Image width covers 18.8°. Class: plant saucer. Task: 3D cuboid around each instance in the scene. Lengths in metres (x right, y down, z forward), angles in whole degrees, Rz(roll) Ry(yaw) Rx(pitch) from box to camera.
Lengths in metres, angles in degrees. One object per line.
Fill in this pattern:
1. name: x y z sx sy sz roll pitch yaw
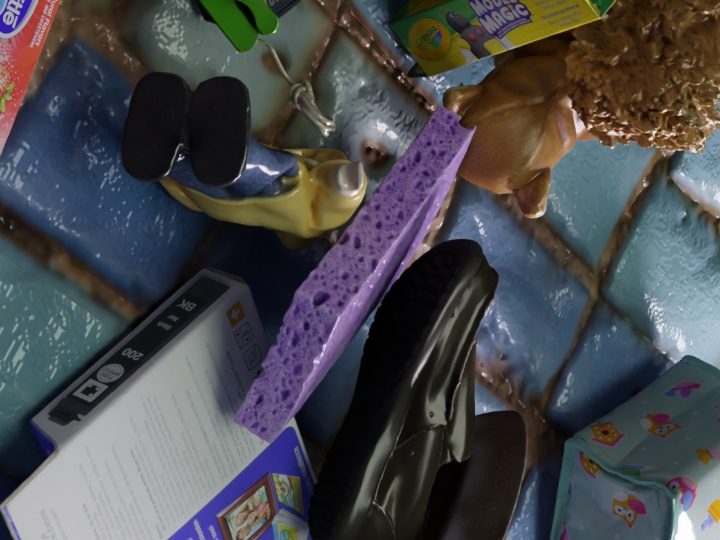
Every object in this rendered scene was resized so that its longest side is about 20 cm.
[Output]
1. plant saucer: 0.040 0.170 1.323 0.032 0.200 0.201 27 79 -9

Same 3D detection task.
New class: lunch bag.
1. lunch bag: 0.220 0.190 1.557 0.170 0.122 0.201 -27 130 -43

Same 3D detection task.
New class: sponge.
1. sponge: 0.000 0.000 1.233 0.200 0.030 0.112 -54 172 -47

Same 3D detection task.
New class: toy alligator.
1. toy alligator: -0.069 -0.157 1.103 0.200 0.059 0.054 44 91 -8

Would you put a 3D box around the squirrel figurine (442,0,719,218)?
1. squirrel figurine: 0.139 -0.123 1.306 0.186 0.200 0.142 -37 102 -22

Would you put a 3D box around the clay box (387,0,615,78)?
1. clay box: 0.097 -0.176 1.258 0.048 0.200 0.115 49 62 -17

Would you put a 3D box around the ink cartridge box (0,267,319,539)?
1. ink cartridge box: -0.111 0.136 1.220 0.200 0.043 0.199 -43 131 -34

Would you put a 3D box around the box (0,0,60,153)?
1. box: -0.195 -0.155 0.991 0.100 0.095 0.201 25 83 -49

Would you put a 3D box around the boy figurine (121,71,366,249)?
1. boy figurine: -0.050 -0.053 1.176 0.200 0.124 0.065 21 75 -67

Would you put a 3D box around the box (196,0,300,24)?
1. box: -0.048 -0.253 1.160 0.158 0.051 0.201 -43 130 -33

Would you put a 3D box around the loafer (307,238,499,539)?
1. loafer: 0.035 0.078 1.270 0.071 0.073 0.201 21 98 -23
